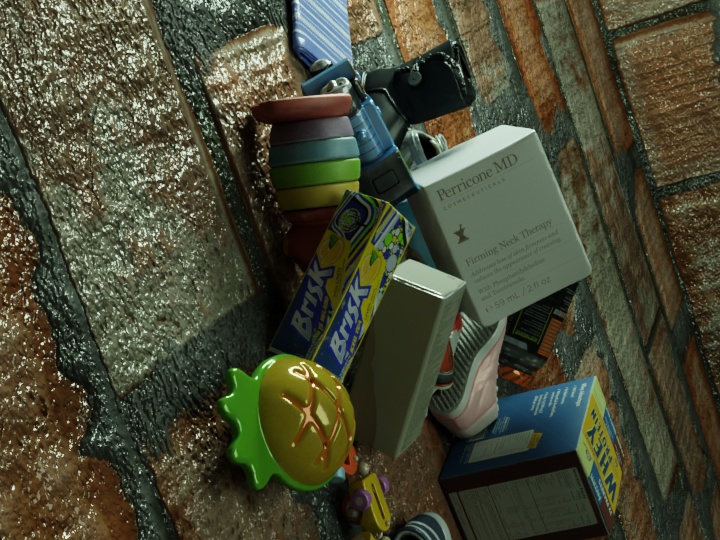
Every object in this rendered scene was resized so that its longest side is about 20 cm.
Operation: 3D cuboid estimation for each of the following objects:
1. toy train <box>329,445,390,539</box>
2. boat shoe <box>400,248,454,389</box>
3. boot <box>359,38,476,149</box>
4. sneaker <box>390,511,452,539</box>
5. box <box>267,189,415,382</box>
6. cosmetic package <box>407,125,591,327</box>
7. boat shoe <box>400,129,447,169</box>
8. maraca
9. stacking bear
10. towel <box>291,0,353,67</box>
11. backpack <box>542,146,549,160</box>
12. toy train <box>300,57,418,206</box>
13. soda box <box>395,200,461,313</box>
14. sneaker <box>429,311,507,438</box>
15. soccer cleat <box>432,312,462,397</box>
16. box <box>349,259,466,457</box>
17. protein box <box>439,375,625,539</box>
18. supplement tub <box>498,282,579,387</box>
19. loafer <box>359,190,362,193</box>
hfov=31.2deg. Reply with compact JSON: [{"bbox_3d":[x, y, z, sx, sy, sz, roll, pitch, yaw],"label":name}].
[{"bbox_3d":[-0.018,0.269,1.388,0.150,0.055,0.203,33,43,-55],"label":"toy train"},{"bbox_3d":[0.079,0.061,1.640,0.070,0.063,0.201,8,42,-27],"label":"boat shoe"},{"bbox_3d":[0.070,-0.209,1.728,0.076,0.166,0.203,44,38,-48],"label":"boot"},{"bbox_3d":[0.087,0.389,1.519,0.108,0.069,0.203,11,59,-69],"label":"sneaker"},{"bbox_3d":[-0.020,0.021,1.399,0.070,0.064,0.202,38,74,-52],"label":"box"},{"bbox_3d":[0.172,-0.062,1.688,0.202,0.166,0.166,65,-5,-13],"label":"cosmetic package"},{"bbox_3d":[0.093,-0.168,1.880,0.201,0.064,0.076,13,64,-64],"label":"boat shoe"},{"bbox_3d":[-0.074,0.150,1.266,0.199,0.106,0.139,4,67,-59],"label":"maraca"},{"bbox_3d":[-0.053,-0.092,1.458,0.121,0.112,0.203,-164,-113,-77],"label":"stacking bear"},{"bbox_3d":[-0.057,-0.342,1.718,0.144,0.024,0.203,34,45,-53],"label":"towel"},{"bbox_3d":[0.240,-0.077,2.050,0.191,0.153,0.201,52,37,-25],"label":"backpack"},{"bbox_3d":[-0.003,-0.169,1.607,0.201,0.086,0.114,62,-3,-28],"label":"toy train"},{"bbox_3d":[0.118,-0.023,1.844,0.202,0.067,0.064,67,24,-17],"label":"soda box"},{"bbox_3d":[0.161,0.141,1.797,0.105,0.075,0.202,54,52,-43],"label":"sneaker"},{"bbox_3d":[0.092,0.119,1.713,0.200,0.068,0.086,-55,134,-57],"label":"soccer cleat"},{"bbox_3d":[0.049,0.099,1.480,0.095,0.077,0.203,-26,134,-67],"label":"box"},{"bbox_3d":[0.241,0.269,1.775,0.136,0.198,0.199,66,25,-17],"label":"protein box"},{"bbox_3d":[0.241,0.062,1.915,0.122,0.121,0.202,23,90,-60],"label":"supplement tub"},{"bbox_3d":[0.000,0.000,1.579,0.202,0.072,0.072,62,34,-6],"label":"loafer"}]
